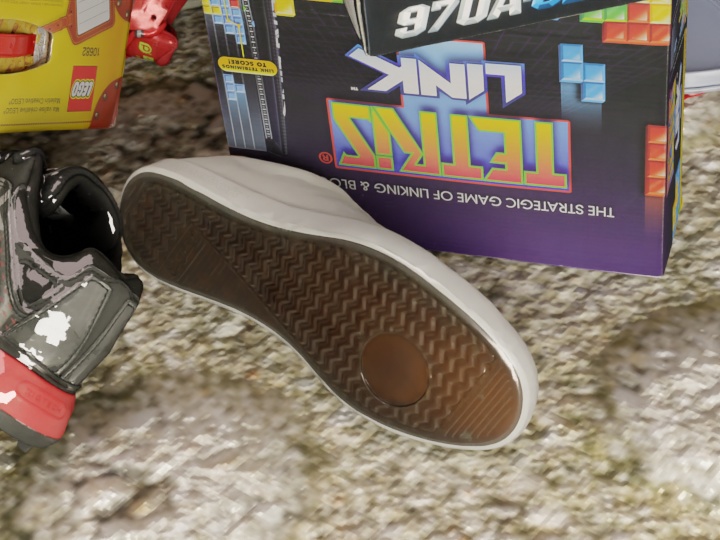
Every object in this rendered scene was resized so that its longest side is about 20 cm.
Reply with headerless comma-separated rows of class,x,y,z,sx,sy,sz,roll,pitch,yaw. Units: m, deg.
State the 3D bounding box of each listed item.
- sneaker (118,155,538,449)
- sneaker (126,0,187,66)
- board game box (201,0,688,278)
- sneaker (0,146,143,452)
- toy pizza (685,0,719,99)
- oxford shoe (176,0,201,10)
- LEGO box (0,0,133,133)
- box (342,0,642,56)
sneaker,0.000,0.000,0.702,0.199,0.073,0.084,31,29,25
sneaker,-0.134,-0.139,0.898,0.199,0.085,0.077,-33,2,-9
board game box,0.037,-0.085,0.726,0.198,0.166,0.057,7,42,16
sneaker,-0.152,-0.016,0.721,0.098,0.071,0.200,-47,46,4
toy pizza,0.166,-0.140,0.885,0.198,0.032,0.201,-7,37,5
oxford shoe,-0.151,-0.189,0.974,0.198,0.058,0.075,11,37,17
LEGO box,-0.213,-0.109,0.738,0.148,0.078,0.200,14,11,21
box,0.077,-0.159,0.642,0.198,0.046,0.160,-12,42,-5
